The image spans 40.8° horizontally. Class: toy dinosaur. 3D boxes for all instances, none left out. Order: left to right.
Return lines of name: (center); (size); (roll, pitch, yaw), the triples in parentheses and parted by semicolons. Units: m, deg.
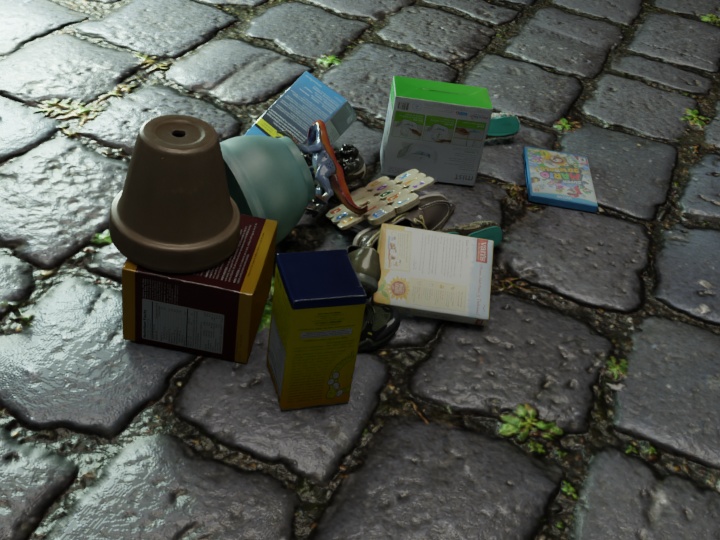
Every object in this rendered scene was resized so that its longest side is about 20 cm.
toy dinosaur: (-0.065, -0.190, 1.772); (0.196, 0.105, 0.185); (15, 64, 1)

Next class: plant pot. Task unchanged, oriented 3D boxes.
plant pot: (-0.268, -0.126, 1.415); (0.196, 0.177, 0.202); (7, 35, -5)
plant pot: (-0.159, -0.147, 1.643); (0.133, 0.203, 0.201); (-28, 48, -16)

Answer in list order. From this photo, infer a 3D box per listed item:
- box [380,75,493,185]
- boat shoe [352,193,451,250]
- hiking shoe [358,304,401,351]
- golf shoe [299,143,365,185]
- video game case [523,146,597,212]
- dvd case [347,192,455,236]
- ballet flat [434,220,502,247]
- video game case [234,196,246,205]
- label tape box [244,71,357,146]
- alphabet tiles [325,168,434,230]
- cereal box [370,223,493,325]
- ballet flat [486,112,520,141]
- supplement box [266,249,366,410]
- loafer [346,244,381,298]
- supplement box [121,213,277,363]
box: (0.148, -0.276, 1.936); (0.195, 0.179, 0.098); (5, 36, -5)
boat shoe: (0.082, -0.072, 1.701); (0.197, 0.073, 0.059); (-27, 25, -16)
hiking shoe: (-0.024, 0.069, 1.502); (0.196, 0.102, 0.076); (-6, 39, -21)
golf shoe: (-0.083, -0.188, 1.865); (0.196, 0.094, 0.079); (0, 74, 21)
video game case: (0.416, -0.193, 2.024); (0.140, 0.018, 0.202); (10, 37, -2)
dvd case: (0.080, -0.098, 1.819); (0.146, 0.016, 0.200); (21, 39, 14)
ballet flat: (0.171, -0.052, 1.752); (0.197, 0.069, 0.075); (-16, 21, -38)
video game case: (-0.239, -0.174, 1.803); (0.196, 0.023, 0.183); (-15, 41, -9)
label tape box: (-0.125, -0.289, 1.964); (0.200, 0.066, 0.143); (-47, 55, -4)
alphabet tiles: (0.036, -0.129, 1.765); (0.193, 0.015, 0.200); (-27, 23, -9)
cereal box: (0.122, 0.007, 1.620); (0.195, 0.040, 0.147); (10, 67, -3)
ballet flat: (0.254, -0.309, 2.114); (0.196, 0.073, 0.072); (-3, 38, -20)
supplement box: (-0.067, 0.085, 1.386); (0.107, 0.203, 0.110); (-4, 38, -18)
loafer: (0.000, 0.000, 1.553); (0.074, 0.071, 0.200); (20, -7, -12)
supplement box: (-0.246, 0.012, 1.497); (0.196, 0.135, 0.199); (11, 36, 1)
